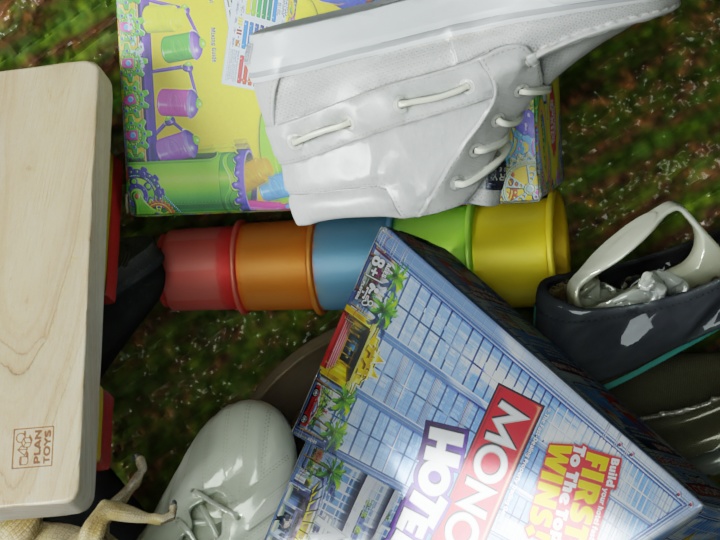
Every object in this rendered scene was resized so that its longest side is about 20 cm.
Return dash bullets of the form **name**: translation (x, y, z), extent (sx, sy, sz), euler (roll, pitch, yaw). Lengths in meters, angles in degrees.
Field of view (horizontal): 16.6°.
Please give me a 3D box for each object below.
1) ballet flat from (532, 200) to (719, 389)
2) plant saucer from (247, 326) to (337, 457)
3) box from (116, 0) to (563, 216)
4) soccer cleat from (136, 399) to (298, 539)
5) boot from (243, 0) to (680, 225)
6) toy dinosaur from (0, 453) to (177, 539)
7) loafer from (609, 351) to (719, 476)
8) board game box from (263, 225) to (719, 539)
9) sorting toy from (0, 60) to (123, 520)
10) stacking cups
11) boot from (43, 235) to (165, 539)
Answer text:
- **ballet flat**: translation (0.169, -0.007, 1.134), extent (0.199, 0.073, 0.073), euler (-23, 92, -3)
- **plant saucer**: translation (0.015, 0.120, 1.163), extent (0.199, 0.029, 0.201), euler (-8, 73, 30)
- **box**: translation (-0.008, -0.132, 1.145), extent (0.192, 0.122, 0.201), euler (-1, 95, 10)
- **soccer cleat**: translation (-0.088, 0.154, 1.152), extent (0.069, 0.077, 0.201), euler (26, 93, 32)
- **boot**: translation (0.054, -0.077, 1.051), extent (0.199, 0.074, 0.096), euler (-11, 100, 18)
- **toy dinosaur**: translation (-0.155, 0.123, 1.110), extent (0.199, 0.058, 0.102), euler (6, 71, 9)
- **loafer**: translation (0.124, 0.069, 1.166), extent (0.199, 0.075, 0.070), euler (-23, 96, 12)
- **board game box**: translation (0.059, 0.111, 1.082), extent (0.199, 0.062, 0.201), euler (25, 94, 33)
- **sorting toy**: translation (-0.199, 0.023, 1.095), extent (0.198, 0.070, 0.201), euler (-6, 68, 16)
- **stacking cups**: translation (0.000, 0.000, 1.190), extent (0.199, 0.060, 0.061), euler (-6, 95, 12)
- **boot**: translation (-0.121, 0.105, 1.197), extent (0.164, 0.066, 0.200), euler (-32, 107, -2)
